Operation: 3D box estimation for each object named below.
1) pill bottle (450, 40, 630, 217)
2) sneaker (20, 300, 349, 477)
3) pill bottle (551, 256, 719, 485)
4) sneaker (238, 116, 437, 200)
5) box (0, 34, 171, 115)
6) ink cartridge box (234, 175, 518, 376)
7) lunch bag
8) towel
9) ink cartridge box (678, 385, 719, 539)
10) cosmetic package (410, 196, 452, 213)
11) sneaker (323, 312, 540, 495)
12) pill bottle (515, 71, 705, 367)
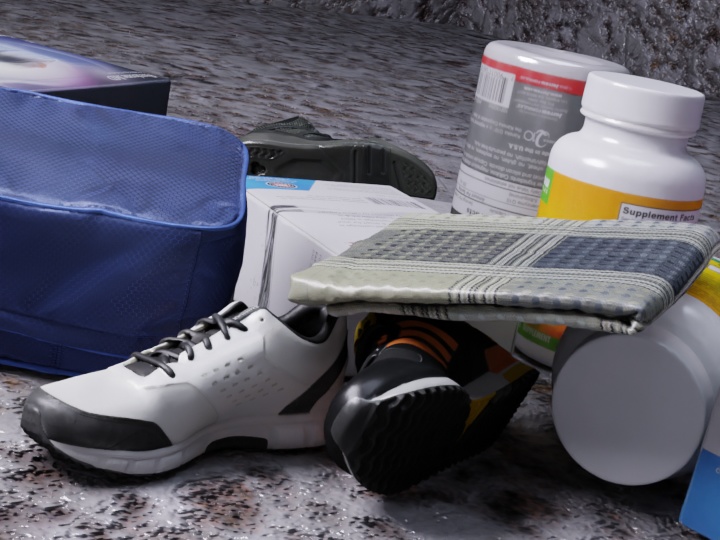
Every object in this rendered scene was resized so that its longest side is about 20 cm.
[{"bbox_3d":[0.131,-0.067,1.159,0.113,0.201,0.114,10,14,-3],"label":"pill bottle"},{"bbox_3d":[-0.086,0.053,0.782,0.199,0.080,0.074,-6,23,-44],"label":"sneaker"},{"bbox_3d":[0.175,0.057,0.888,0.112,0.113,0.200,15,15,18],"label":"pill bottle"},{"bbox_3d":[-0.025,-0.102,1.437,0.198,0.077,0.114,6,20,2],"label":"sneaker"},{"bbox_3d":[-0.288,-0.114,1.197,0.197,0.124,0.200,18,16,21],"label":"box"},{"bbox_3d":[0.000,0.000,1.036,0.146,0.086,0.200,3,18,-28],"label":"ink cartridge box"},{"bbox_3d":[-0.168,-0.012,0.874,0.199,0.133,0.136,10,30,-5],"label":"lunch bag"},{"bbox_3d":[0.083,0.003,0.833,0.199,0.035,0.192,4,15,23],"label":"towel"},{"bbox_3d":[0.260,0.047,0.795,0.084,0.201,0.144,26,23,36],"label":"ink cartridge box"},{"bbox_3d":[0.060,-0.027,1.257,0.199,0.051,0.083,7,17,-16],"label":"cosmetic package"},{"bbox_3d":[0.019,0.060,0.809,0.090,0.070,0.200,39,19,22],"label":"sneaker"},{"bbox_3d":[0.179,-0.033,1.061,0.110,0.201,0.111,10,14,-2],"label":"pill bottle"}]
